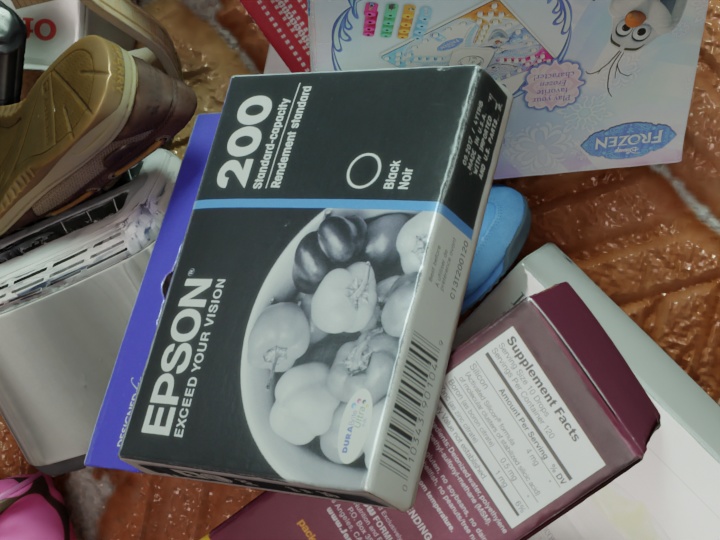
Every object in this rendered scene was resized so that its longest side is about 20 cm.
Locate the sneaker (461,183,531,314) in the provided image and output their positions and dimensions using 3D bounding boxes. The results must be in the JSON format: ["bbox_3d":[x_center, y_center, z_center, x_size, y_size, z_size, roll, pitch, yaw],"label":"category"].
[{"bbox_3d":[0.000,0.000,0.780,0.199,0.066,0.079,-32,118,-9],"label":"sneaker"}]

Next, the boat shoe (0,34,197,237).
[{"bbox_3d":[-0.157,-0.059,0.796,0.199,0.071,0.073,-30,59,44],"label":"boat shoe"}]

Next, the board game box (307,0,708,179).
[{"bbox_3d":[0.072,-0.132,0.740,0.197,0.044,0.201,-5,135,-4],"label":"board game box"}]

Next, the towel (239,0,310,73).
[{"bbox_3d":[0.030,-0.172,0.782,0.199,0.023,0.145,-30,107,24],"label":"towel"}]

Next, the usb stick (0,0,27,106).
[{"bbox_3d":[-0.219,-0.091,0.850,0.055,0.200,0.033,28,60,-1],"label":"usb stick"}]

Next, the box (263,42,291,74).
[{"bbox_3d":[0.014,-0.098,0.853,0.142,0.036,0.203,14,101,13],"label":"box"}]

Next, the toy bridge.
[{"bbox_3d":[-0.132,-0.104,0.826,0.066,0.201,0.028,-13,57,2],"label":"toy bridge"}]

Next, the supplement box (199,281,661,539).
[{"bbox_3d":[0.035,0.099,0.703,0.199,0.110,0.086,-38,82,15],"label":"supplement box"}]

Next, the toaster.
[{"bbox_3d":[-0.134,0.021,0.845,0.198,0.114,0.130,-20,118,20],"label":"toaster"}]

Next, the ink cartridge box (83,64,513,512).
[{"bbox_3d":[-0.042,0.002,0.693,0.198,0.043,0.201,1,67,37],"label":"ink cartridge box"}]

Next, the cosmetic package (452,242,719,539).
[{"bbox_3d":[0.100,0.128,0.810,0.199,0.123,0.200,44,103,7],"label":"cosmetic package"}]

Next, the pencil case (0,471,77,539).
[{"bbox_3d":[-0.202,0.230,0.915,0.090,0.094,0.202,-21,91,16],"label":"pencil case"}]

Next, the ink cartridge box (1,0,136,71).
[{"bbox_3d":[-0.206,-0.221,0.874,0.144,0.083,0.203,6,97,14],"label":"ink cartridge box"}]
